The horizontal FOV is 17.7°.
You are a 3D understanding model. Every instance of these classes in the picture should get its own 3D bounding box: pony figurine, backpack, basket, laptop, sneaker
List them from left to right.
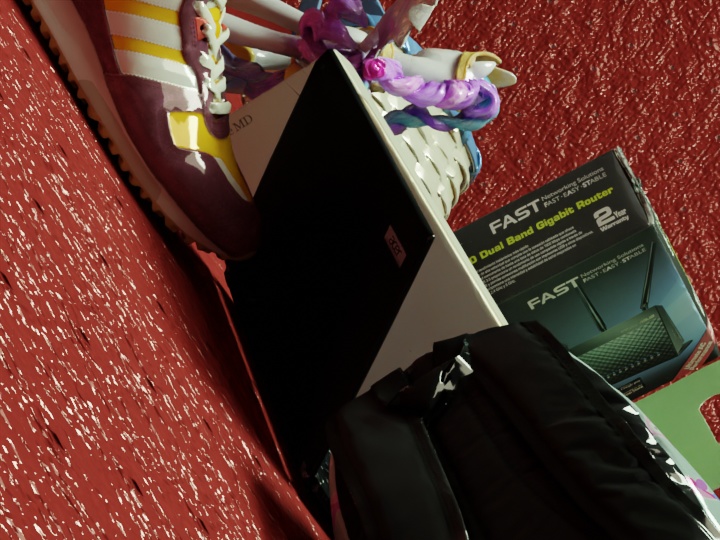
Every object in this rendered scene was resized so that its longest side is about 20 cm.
[{"bbox_3d":[-0.083,-0.102,1.005,0.200,0.090,0.075,58,4,-5],"label":"sneaker"},{"bbox_3d":[-0.010,-0.114,1.317,0.193,0.199,0.167,-75,178,-72],"label":"pony figurine"},{"bbox_3d":[-0.001,-0.107,1.575,0.177,0.139,0.200,57,35,-29],"label":"basket"},{"bbox_3d":[0.010,0.037,1.018,0.200,0.103,0.177,56,5,-34],"label":"laptop"},{"bbox_3d":[0.063,0.120,0.850,0.127,0.166,0.200,83,-18,-46],"label":"backpack"}]

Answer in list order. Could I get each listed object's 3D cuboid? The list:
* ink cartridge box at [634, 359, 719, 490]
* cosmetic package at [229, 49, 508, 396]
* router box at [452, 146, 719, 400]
[{"bbox_3d":[0.122,0.097,1.232,0.048,0.200,0.146,58,6,-18],"label":"ink cartridge box"},{"bbox_3d":[0.000,0.000,1.188,0.200,0.103,0.073,58,4,6],"label":"cosmetic package"},{"bbox_3d":[0.090,0.035,1.309,0.150,0.200,0.062,53,11,-51],"label":"router box"}]
